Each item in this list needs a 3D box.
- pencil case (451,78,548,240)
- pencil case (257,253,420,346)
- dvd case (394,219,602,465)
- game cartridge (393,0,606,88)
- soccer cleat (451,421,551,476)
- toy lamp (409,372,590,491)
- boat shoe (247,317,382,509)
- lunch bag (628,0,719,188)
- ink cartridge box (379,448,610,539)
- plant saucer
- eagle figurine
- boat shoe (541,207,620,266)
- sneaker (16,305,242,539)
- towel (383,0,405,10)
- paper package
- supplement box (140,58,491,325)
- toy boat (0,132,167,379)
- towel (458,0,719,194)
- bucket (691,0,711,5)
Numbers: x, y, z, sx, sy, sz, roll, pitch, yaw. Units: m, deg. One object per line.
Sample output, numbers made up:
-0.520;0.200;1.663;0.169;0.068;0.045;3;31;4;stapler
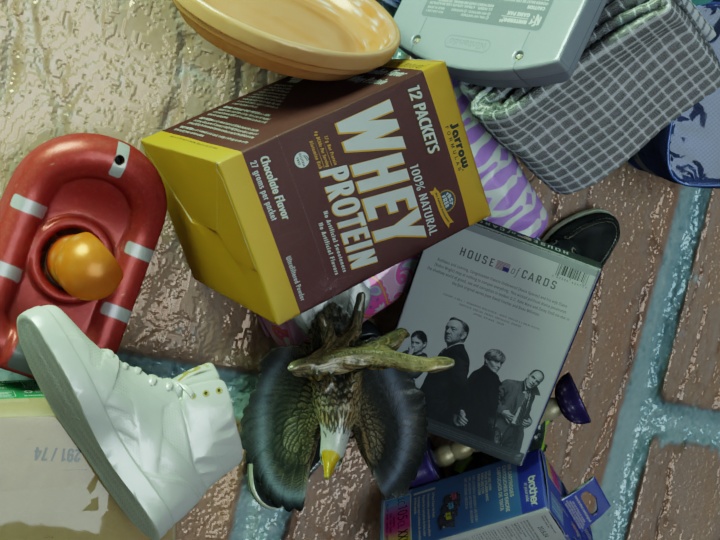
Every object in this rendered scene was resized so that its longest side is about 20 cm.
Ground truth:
0.095;-0.100;1.119;0.085;0.084;0.201;-36;111;-4;pencil case
0.000;0.000;1.090;0.199;0.087;0.088;-29;111;-20;pencil case
0.106;0.059;1.061;0.149;0.025;0.201;20;111;4;dvd case
0.116;-0.221;1.018;0.040;0.199;0.134;36;79;-44;game cartridge
0.137;0.179;1.202;0.080;0.067;0.202;7;98;-18;soccer cleat
0.117;0.159;1.154;0.199;0.058;0.058;-24;111;8;toy lamp
-0.039;0.128;1.104;0.074;0.062;0.201;33;86;-29;boat shoe
0.340;-0.184;1.199;0.135;0.132;0.202;4;100;-12;lunch bag
0.135;0.250;1.135;0.199;0.077;0.137;-19;129;19;ink cartridge box
-0.066;-0.206;0.966;0.199;0.201;0.038;8;123;-27;plant saucer
-0.019;0.114;1.013;0.151;0.200;0.151;35;64;16;eagle figurine
0.193;0.011;1.194;0.199;0.066;0.075;-32;114;-17;boat shoe
-0.169;0.091;0.928;0.115;0.073;0.201;-38;109;-29;sneaker
-0.003;-0.328;1.060;0.199;0.024;0.148;23;86;-30;towel
-0.253;0.187;0.985;0.199;0.103;0.192;0;98;-26;paper package
-0.040;-0.076;0.988;0.199;0.197;0.134;-27;111;-20;supplement box
-0.220;-0.008;0.945;0.130;0.130;0.201;22;84;-28;toy boat
0.207;-0.166;1.051;0.200;0.086;0.165;-36;140;20;towel
0.244;-0.332;1.085;0.134;0.207;0.209;5;98;-19;bucket
